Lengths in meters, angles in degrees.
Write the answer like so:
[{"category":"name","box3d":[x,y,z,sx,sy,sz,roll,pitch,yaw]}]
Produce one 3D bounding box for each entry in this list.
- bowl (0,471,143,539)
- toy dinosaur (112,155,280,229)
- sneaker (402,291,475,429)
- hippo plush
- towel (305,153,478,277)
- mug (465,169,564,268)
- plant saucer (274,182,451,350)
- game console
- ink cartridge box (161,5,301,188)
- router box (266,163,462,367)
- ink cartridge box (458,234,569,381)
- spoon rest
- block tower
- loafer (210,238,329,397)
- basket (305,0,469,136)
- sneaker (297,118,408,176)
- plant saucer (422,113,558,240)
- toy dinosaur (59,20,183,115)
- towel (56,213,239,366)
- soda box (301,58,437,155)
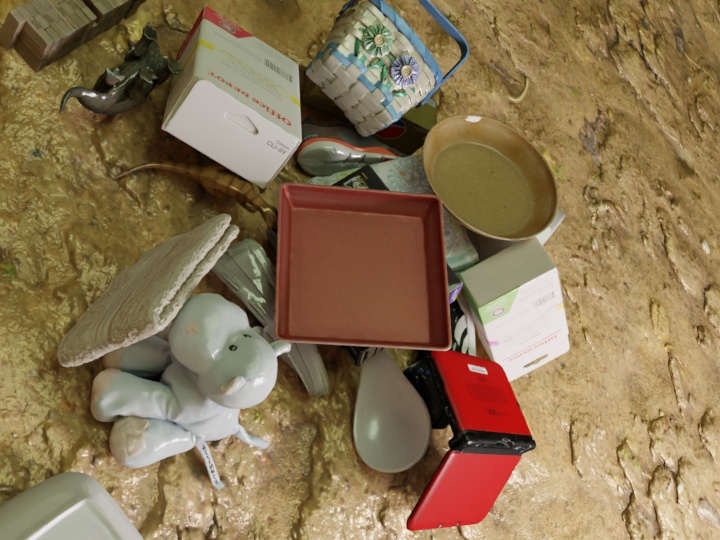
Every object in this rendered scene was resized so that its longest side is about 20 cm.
[{"category":"bowl","box3d":[-0.259,0.286,0.757,0.199,0.074,0.201,-34,89,-45]},{"category":"toy dinosaur","box3d":[-0.174,-0.111,1.039,0.197,0.061,0.106,20,21,0]},{"category":"sneaker","box3d":[0.093,0.102,1.140,0.111,0.073,0.203,1,68,-40]},{"category":"hippo plush","box3d":[-0.161,0.116,0.866,0.201,0.160,0.159,54,46,-1]},{"category":"towel","box3d":[0.040,-0.058,1.158,0.197,0.048,0.174,-13,69,-12]},{"category":"mug","box3d":[0.162,-0.066,1.248,0.175,0.148,0.200,42,63,4]},{"category":"plant saucer","box3d":[0.000,0.000,1.012,0.196,0.037,0.203,4,62,-10]},{"category":"game console","box3d":[0.115,0.201,1.054,0.199,0.118,0.175,20,44,-55]},{"category":"ink cartridge box","box3d":[-0.152,-0.211,1.064,0.144,0.084,0.201,29,30,-24]},{"category":"router box","box3d":[0.002,-0.010,1.073,0.156,0.052,0.201,-31,72,-19]},{"category":"ink cartridge box","box3d":[0.212,0.058,1.194,0.068,0.116,0.201,62,-2,40]},{"category":"spoon rest","box3d":[0.030,0.143,1.064,0.061,0.098,0.203,48,28,-55]},{"category":"block tower","box3d":[-0.328,-0.305,1.038,0.058,0.054,0.200,47,47,-6]},{"category":"loafer","box3d":[-0.103,0.062,1.019,0.069,0.070,0.202,-31,92,-9]},{"category":"basket","box3d":[0.041,-0.290,1.169,0.176,0.139,0.201,42,64,-15]},{"category":"sneaker","box3d":[0.000,-0.169,1.217,0.198,0.077,0.083,12,52,-35]},{"category":"plant saucer","box3d":[0.166,-0.117,1.162,0.197,0.036,0.203,11,56,-16]},{"category":"toy dinosaur","box3d":[-0.268,-0.215,1.017,0.077,0.102,0.201,40,54,-14]},{"category":"towel","box3d":[-0.208,0.014,0.885,0.035,0.131,0.201,57,29,-20]},{"category":"soda box","box3d":[0.015,-0.243,1.271,0.198,0.067,0.065,23,55,-28]}]
